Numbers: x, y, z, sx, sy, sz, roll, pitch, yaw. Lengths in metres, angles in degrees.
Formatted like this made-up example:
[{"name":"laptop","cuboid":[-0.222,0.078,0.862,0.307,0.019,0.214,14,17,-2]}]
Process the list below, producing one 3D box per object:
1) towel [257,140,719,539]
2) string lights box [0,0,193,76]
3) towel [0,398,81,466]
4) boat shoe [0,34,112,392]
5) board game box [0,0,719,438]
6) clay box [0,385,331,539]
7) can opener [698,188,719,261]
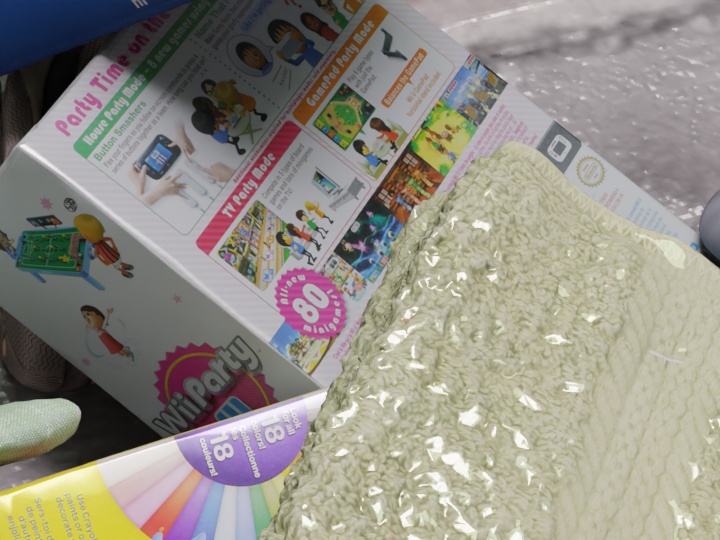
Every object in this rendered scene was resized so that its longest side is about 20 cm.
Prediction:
[{"name":"towel","cuboid":[0.052,0.067,0.741,0.148,0.037,0.201,29,53,-2]},{"name":"string lights box","cuboid":[-0.064,-0.116,0.861,0.059,0.199,0.103,53,50,-18]},{"name":"towel","cuboid":[-0.189,0.075,0.754,0.199,0.152,0.024,-19,94,-46]},{"name":"boat shoe","cuboid":[-0.077,-0.044,0.956,0.073,0.075,0.201,5,46,-6]},{"name":"board game box","cuboid":[0.000,0.000,0.888,0.200,0.064,0.148,39,46,-4]},{"name":"clay box","cuboid":[-0.040,0.101,0.778,0.199,0.048,0.116,-17,82,-13]},{"name":"can opener","cuboid":[0.183,0.040,0.894,0.200,0.053,0.066,46,32,6]}]
